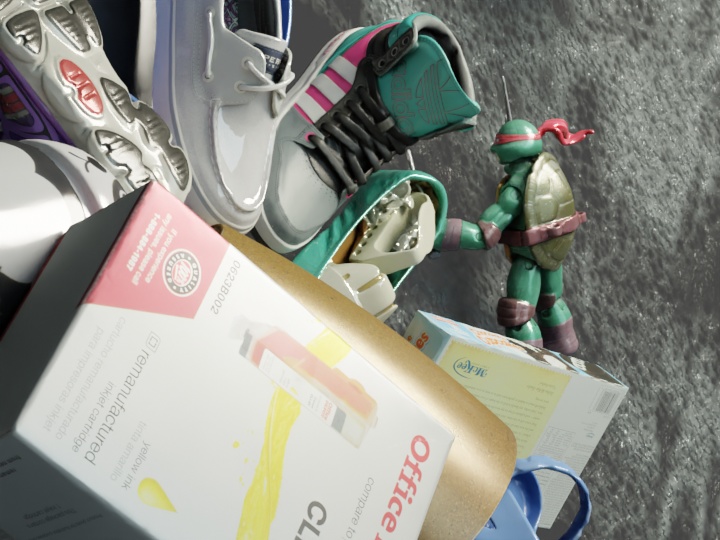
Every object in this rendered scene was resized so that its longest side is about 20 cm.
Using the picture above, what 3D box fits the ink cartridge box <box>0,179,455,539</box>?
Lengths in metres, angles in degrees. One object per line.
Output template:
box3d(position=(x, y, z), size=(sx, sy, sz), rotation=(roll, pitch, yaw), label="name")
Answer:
box3d(position=(-0.068, 0.082, 0.822), size=(0.200, 0.083, 0.145), rotation=(41, 51, -22), label="ink cartridge box")

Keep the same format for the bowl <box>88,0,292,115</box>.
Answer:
box3d(position=(-0.122, -0.178, 1.084), size=(0.200, 0.039, 0.201), rotation=(17, 67, -46), label="bowl")

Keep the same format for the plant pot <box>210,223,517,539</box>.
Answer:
box3d(position=(-0.046, 0.079, 1.012), size=(0.200, 0.186, 0.187), rotation=(50, 46, -16), label="plant pot")

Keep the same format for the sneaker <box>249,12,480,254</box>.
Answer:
box3d(position=(0.012, -0.093, 1.155), size=(0.084, 0.120, 0.200), rotation=(52, 46, -27), label="sneaker")

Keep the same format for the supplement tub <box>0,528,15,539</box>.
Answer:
box3d(position=(-0.112, 0.167, 0.908), size=(0.200, 0.144, 0.145), rotation=(56, 43, -9), label="supplement tub")

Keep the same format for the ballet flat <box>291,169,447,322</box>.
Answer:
box3d(position=(0.000, 0.000, 1.155), size=(0.067, 0.070, 0.200), rotation=(56, 44, -24), label="ballet flat")

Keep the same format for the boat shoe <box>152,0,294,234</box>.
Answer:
box3d(position=(-0.070, -0.120, 1.045), size=(0.072, 0.068, 0.201), rotation=(15, 69, -47), label="boat shoe")

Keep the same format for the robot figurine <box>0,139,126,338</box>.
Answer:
box3d(position=(-0.195, 0.000, 0.878), size=(0.200, 0.125, 0.151), rotation=(-11, 90, -47), label="robot figurine")

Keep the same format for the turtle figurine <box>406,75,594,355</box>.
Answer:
box3d(position=(0.104, -0.030, 1.270), size=(0.149, 0.100, 0.201), rotation=(-19, 103, -43), label="turtle figurine")

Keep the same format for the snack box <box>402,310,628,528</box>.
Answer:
box3d(position=(0.083, 0.102, 1.205), size=(0.200, 0.037, 0.116), rotation=(18, 104, -46), label="snack box")

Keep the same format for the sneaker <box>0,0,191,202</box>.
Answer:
box3d(position=(-0.177, -0.094, 0.975), size=(0.200, 0.083, 0.081), rotation=(58, 31, 1), label="sneaker")

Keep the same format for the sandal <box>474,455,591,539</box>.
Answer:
box3d(position=(0.070, 0.164, 1.044), size=(0.080, 0.087, 0.200), rotation=(57, 39, -18), label="sandal")
